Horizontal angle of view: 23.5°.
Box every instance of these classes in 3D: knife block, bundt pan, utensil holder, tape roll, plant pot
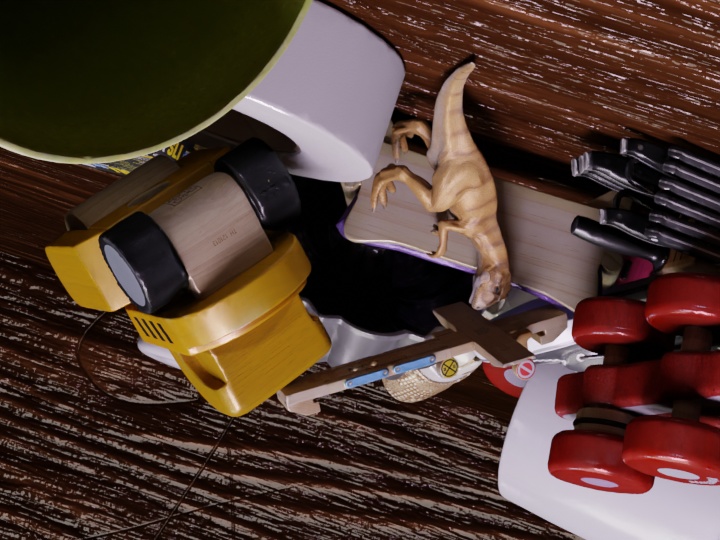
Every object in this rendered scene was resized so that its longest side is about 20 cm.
[{"bbox_3d":[0.228,-0.019,1.088,0.174,0.065,0.199,14,171,36],"label":"knife block"},{"bbox_3d":[0.000,0.000,1.256,0.200,0.203,0.076,19,131,-2],"label":"bundt pan"},{"bbox_3d":[0.228,0.143,1.338,0.198,0.171,0.170,23,174,22],"label":"utensil holder"},{"bbox_3d":[-0.076,-0.123,1.069,0.200,0.072,0.202,19,172,3],"label":"tape roll"},{"bbox_3d":[-0.137,-0.162,0.665,0.186,0.189,0.199,25,-176,-41],"label":"plant pot"}]

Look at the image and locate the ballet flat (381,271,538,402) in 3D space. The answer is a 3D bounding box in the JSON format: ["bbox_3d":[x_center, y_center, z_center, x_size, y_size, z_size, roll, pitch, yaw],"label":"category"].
[{"bbox_3d":[0.089,0.032,1.311,0.070,0.200,0.065,38,-165,-15],"label":"ballet flat"}]

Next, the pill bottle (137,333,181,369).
[{"bbox_3d":[-0.093,-0.014,1.370,0.113,0.202,0.114,18,173,3],"label":"pill bottle"}]

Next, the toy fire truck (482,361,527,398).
[{"bbox_3d":[0.109,0.004,1.447,0.198,0.113,0.169,17,146,18],"label":"toy fire truck"}]

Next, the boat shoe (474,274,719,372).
[{"bbox_3d":[0.177,0.048,1.225,0.198,0.067,0.070,-15,-165,18],"label":"boat shoe"}]

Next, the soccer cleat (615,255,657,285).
[{"bbox_3d":[0.225,0.023,1.354,0.199,0.071,0.086,24,170,-36],"label":"soccer cleat"}]

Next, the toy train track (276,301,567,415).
[{"bbox_3d":[0.043,0.065,1.127,0.198,0.033,0.115,-15,-159,-17],"label":"toy train track"}]

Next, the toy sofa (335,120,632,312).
[{"bbox_3d":[0.085,-0.035,1.191,0.198,0.099,0.083,17,172,6],"label":"toy sofa"}]

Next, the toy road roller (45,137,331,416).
[{"bbox_3d":[-0.103,0.009,1.112,0.147,0.122,0.199,62,159,-16],"label":"toy road roller"}]

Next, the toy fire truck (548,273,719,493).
[{"bbox_3d":[0.219,0.086,1.072,0.166,0.113,0.200,19,163,-22],"label":"toy fire truck"}]

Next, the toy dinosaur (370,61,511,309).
[{"bbox_3d":[0.058,-0.069,1.096,0.105,0.061,0.201,13,136,33],"label":"toy dinosaur"}]

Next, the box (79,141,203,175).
[{"bbox_3d":[-0.218,-0.121,1.491,0.198,0.050,0.159,14,173,31],"label":"box"}]

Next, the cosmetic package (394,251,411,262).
[{"bbox_3d":[0.001,-0.004,1.437,0.050,0.084,0.200,-15,-160,-18],"label":"cosmetic package"}]
